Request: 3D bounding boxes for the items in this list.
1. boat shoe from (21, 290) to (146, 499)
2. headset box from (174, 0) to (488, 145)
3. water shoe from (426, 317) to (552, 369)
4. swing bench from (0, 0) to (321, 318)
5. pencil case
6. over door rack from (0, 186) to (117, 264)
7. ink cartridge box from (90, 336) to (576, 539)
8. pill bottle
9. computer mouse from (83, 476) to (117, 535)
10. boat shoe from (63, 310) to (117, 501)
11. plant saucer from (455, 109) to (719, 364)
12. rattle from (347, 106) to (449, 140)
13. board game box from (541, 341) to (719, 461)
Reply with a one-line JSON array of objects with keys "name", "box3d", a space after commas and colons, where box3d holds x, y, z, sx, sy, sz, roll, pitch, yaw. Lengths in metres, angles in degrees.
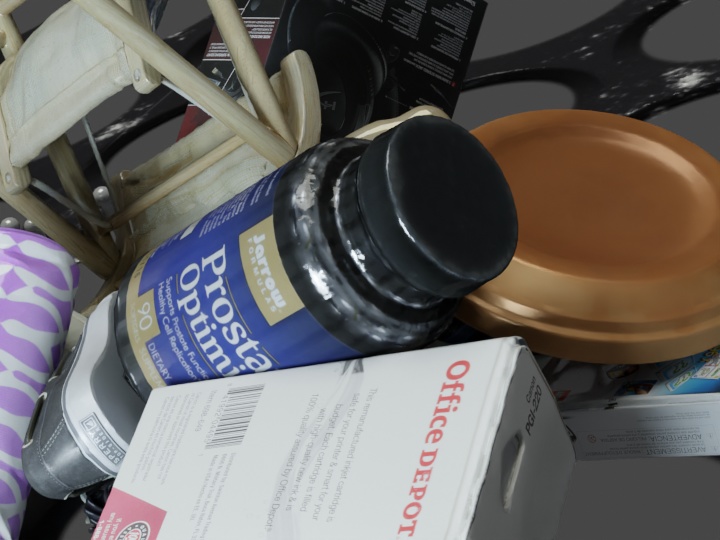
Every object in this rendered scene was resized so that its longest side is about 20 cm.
[{"name": "boat shoe", "box3d": [-0.138, 0.070, 1.463, 0.066, 0.070, 0.200, -35, 14, 13]}, {"name": "headset box", "box3d": [-0.023, -0.101, 1.719, 0.148, 0.201, 0.077, 22, -8, -35]}, {"name": "water shoe", "box3d": [0.055, 0.005, 1.480, 0.199, 0.079, 0.072, 3, 34, -21]}, {"name": "swing bench", "box3d": [-0.140, -0.091, 1.601, 0.199, 0.200, 0.130, -28, 11, 46]}, {"name": "pencil case", "box3d": [-0.209, 0.071, 1.500, 0.085, 0.084, 0.201, 9, 62, 0]}, {"name": "over door rack", "box3d": [-0.164, -0.016, 1.848, 0.147, 0.067, 0.200, -18, 20, 7]}, {"name": "ink cartridge box", "box3d": [-0.014, 0.116, 1.284, 0.199, 0.085, 0.146, -10, 38, 26]}, {"name": "pill bottle", "box3d": [-0.021, 0.003, 1.359, 0.200, 0.112, 0.112, -31, 8, 41]}, {"name": "computer mouse", "box3d": [-0.044, 0.095, 1.467, 0.138, 0.053, 0.200, 6, 38, 27]}, {"name": "boat shoe", "box3d": [-0.146, 0.083, 1.562, 0.075, 0.062, 0.200, -21, 38, -40]}, {"name": "plant saucer", "box3d": [0.117, -0.026, 1.427, 0.199, 0.038, 0.200, 5, 35, -3]}, {"name": "rattle", "box3d": [0.000, 0.000, 1.634, 0.200, 0.130, 0.143, -46, 8, 3]}, {"name": "board game box", "box3d": [0.174, 0.035, 1.445, 0.126, 0.035, 0.200, -5, 24, 33]}]
